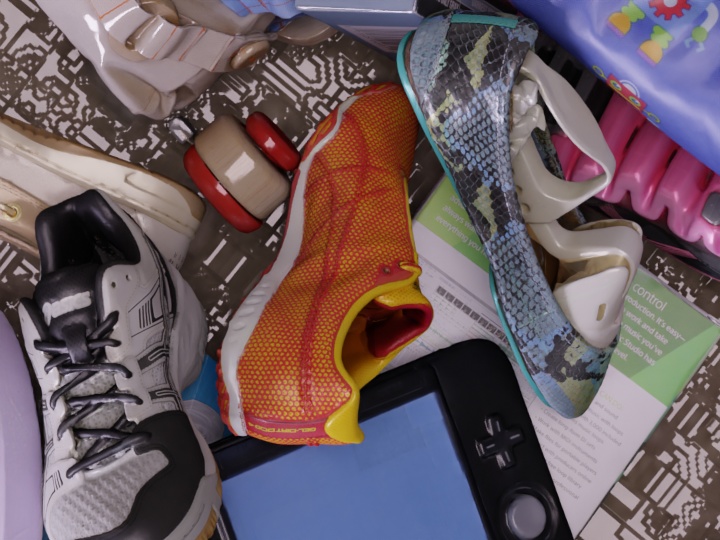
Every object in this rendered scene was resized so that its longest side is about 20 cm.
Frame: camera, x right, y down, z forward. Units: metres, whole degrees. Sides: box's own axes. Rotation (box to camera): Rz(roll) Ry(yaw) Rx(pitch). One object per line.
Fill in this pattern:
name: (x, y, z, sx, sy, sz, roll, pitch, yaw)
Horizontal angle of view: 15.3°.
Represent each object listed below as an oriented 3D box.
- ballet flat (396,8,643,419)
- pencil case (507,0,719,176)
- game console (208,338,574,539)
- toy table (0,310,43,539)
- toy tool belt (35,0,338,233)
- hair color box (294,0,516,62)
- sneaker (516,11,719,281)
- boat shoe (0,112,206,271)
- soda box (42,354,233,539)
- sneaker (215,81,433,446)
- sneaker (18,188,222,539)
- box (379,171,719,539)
ballet flat: (0.079, -0.020, 1.103, 0.074, 0.074, 0.201, -29, 122, -3)
pencil case: (0.134, -0.101, 1.079, 0.200, 0.078, 0.087, 40, 89, 5)
game console: (0.029, 0.131, 1.080, 0.199, 0.116, 0.177, -20, 91, -30)
toy table: (-0.208, 0.092, 1.073, 0.117, 0.184, 0.201, 16, 48, -37)
toy tool belt: (-0.067, -0.129, 1.142, 0.123, 0.125, 0.200, -40, 93, 6)
hair color box: (0.032, -0.196, 1.140, 0.060, 0.099, 0.202, 4, 83, 27)
sneaker: (0.123, -0.043, 1.174, 0.199, 0.096, 0.079, 32, 76, 22)
boat shoe: (-0.169, -0.033, 1.160, 0.199, 0.074, 0.070, 19, 83, -3)
soda box: (-0.103, 0.136, 1.122, 0.067, 0.064, 0.201, 1, 63, 33)
sneaker: (0.000, 0.000, 1.132, 0.076, 0.073, 0.201, 8, 50, 12)
sneaker: (-0.106, 0.046, 1.054, 0.075, 0.201, 0.088, -24, 124, 8)
box: (0.048, 0.064, 1.191, 0.144, 0.036, 0.201, 36, 90, -3)
